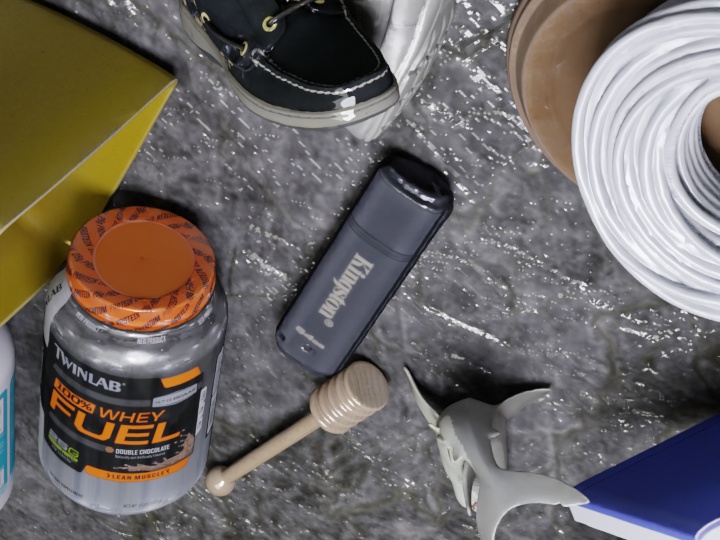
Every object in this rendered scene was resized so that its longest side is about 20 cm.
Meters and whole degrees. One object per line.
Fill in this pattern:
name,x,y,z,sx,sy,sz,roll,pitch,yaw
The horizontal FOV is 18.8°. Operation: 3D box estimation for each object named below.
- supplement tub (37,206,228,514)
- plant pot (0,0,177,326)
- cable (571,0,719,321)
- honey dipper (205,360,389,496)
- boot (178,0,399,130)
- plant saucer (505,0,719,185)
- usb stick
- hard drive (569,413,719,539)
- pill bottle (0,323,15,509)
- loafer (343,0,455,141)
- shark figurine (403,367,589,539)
supplement tub,-0.154,0.061,1.472,0.122,0.123,0.200,18,135,8
plant pot,-0.267,-0.069,1.366,0.176,0.200,0.200,39,135,2
cable,0.216,-0.064,1.176,0.199,0.069,0.200,-21,109,35
honey dipper,-0.051,0.120,1.542,0.038,0.038,0.200,39,136,-13
boot,-0.056,-0.175,1.194,0.204,0.073,0.154,42,150,49
plant saucer,0.176,-0.101,1.242,0.199,0.030,0.201,13,133,14
usb stick,0.000,0.000,1.410,0.055,0.033,0.200,29,136,-4
hard drive,0.216,0.125,1.293,0.025,0.132,0.200,67,166,-7
pill bottle,-0.305,0.092,1.578,0.110,0.111,0.201,18,134,9
loafer,0.019,-0.161,1.236,0.070,0.070,0.200,28,130,9
shark figurine,0.091,0.107,1.420,0.089,0.214,0.129,-25,89,-3
